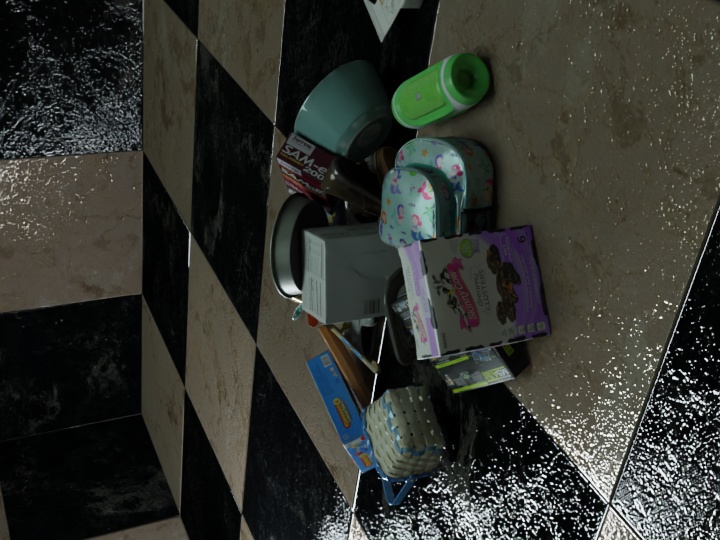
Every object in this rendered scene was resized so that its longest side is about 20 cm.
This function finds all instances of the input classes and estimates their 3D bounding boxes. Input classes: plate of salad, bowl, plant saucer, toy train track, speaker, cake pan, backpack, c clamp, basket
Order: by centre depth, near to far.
[{"bbox_3d":[0.123,-0.116,1.458,0.177,0.149,0.203,22,108,46],"label":"backpack"},{"bbox_3d":[0.126,-0.288,1.468,0.199,0.087,0.090,-10,88,65],"label":"speaker"},{"bbox_3d":[0.093,0.059,1.613,0.027,0.171,0.203,2,112,31],"label":"c clamp"},{"bbox_3d":[-0.016,-0.277,1.679,0.105,0.200,0.202,48,143,19],"label":"bowl"},{"bbox_3d":[0.073,0.320,1.680,0.201,0.137,0.178,-55,42,47],"label":"basket"},{"bbox_3d":[-0.110,-0.046,1.715,0.036,0.200,0.203,7,107,23],"label":"cake pan"},{"bbox_3d":[-0.026,0.129,1.822,0.200,0.033,0.115,44,-177,21],"label":"toy train track"},{"bbox_3d":[-0.007,-0.162,1.825,0.200,0.047,0.203,26,119,60],"label":"plate of salad"},{"bbox_3d":[-0.028,0.201,1.900,0.202,0.032,0.200,59,175,9],"label":"plant saucer"}]

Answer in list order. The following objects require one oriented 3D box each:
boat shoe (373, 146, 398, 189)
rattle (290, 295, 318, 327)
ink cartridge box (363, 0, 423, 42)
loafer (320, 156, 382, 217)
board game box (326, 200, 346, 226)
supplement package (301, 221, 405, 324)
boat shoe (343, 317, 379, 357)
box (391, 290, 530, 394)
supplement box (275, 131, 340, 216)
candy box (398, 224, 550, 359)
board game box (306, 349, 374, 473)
[{"bbox_3d":[0.089,-0.145,1.615,0.068,0.071,0.202,-47,64,53],"label":"boat shoe"},{"bbox_3d":[-0.115,0.023,2.082,0.201,0.128,0.145,74,-174,-62],"label":"rattle"},{"bbox_3d":[0.054,-0.537,1.594,0.177,0.044,0.202,-57,46,53],"label":"ink cartridge box"},{"bbox_3d":[0.006,-0.139,1.647,0.071,0.199,0.074,-34,42,32],"label":"loafer"},{"bbox_3d":[-0.064,-0.032,1.890,0.165,0.056,0.203,136,133,-77],"label":"board game box"},{"bbox_3d":[0.000,0.000,1.676,0.111,0.198,0.158,27,120,60],"label":"supplement package"},{"bbox_3d":[0.010,0.091,1.841,0.068,0.071,0.202,38,129,36],"label":"boat shoe"},{"bbox_3d":[0.157,0.101,1.470,0.194,0.047,0.200,52,152,-2],"label":"box"},{"bbox_3d":[-0.091,-0.181,1.729,0.108,0.061,0.200,29,169,10],"label":"supplement box"},{"bbox_3d":[0.168,0.031,1.334,0.071,0.198,0.170,-18,81,64],"label":"candy box"},{"bbox_3d":[-0.030,0.296,1.879,0.201,0.055,0.196,63,177,31],"label":"board game box"}]
